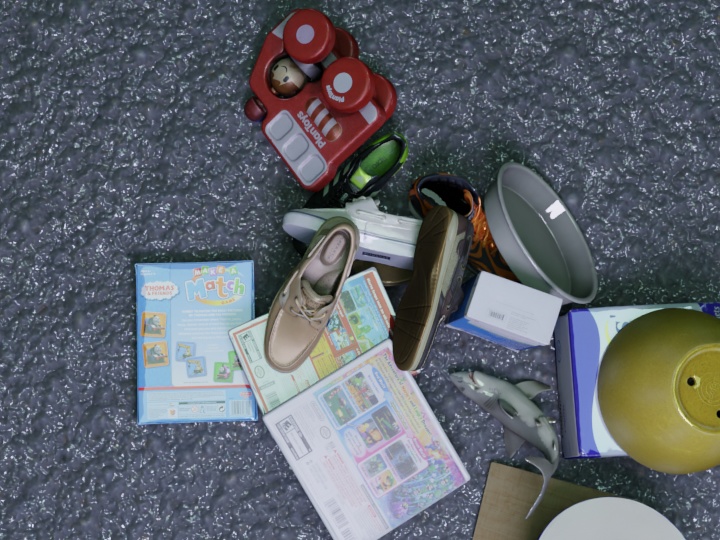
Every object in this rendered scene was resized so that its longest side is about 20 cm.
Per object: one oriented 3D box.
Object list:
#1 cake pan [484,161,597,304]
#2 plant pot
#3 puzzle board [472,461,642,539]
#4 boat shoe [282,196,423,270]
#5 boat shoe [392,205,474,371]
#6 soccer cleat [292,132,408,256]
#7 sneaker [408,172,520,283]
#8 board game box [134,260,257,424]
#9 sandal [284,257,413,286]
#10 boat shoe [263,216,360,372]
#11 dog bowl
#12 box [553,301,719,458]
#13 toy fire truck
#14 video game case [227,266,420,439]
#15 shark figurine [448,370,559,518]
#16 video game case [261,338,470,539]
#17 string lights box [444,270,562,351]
[{"bbox_3d":[0.222,-0.040,1.619,0.037,0.200,0.201,-33,86,29],"label":"cake pan"},{"bbox_3d":[0.390,0.138,1.513,0.198,0.142,0.202,0,84,-4],"label":"plant pot"},{"bbox_3d":[0.237,0.335,1.609,0.199,0.017,0.152,12,83,26],"label":"puzzle board"},{"bbox_3d":[0.005,-0.055,1.607,0.198,0.071,0.070,13,73,0],"label":"boat shoe"},{"bbox_3d":[0.093,0.026,1.550,0.064,0.073,0.202,15,91,-31],"label":"boat shoe"},{"bbox_3d":[-0.015,-0.100,1.652,0.067,0.081,0.200,42,83,2],"label":"soccer cleat"},{"bbox_3d":[0.146,-0.051,1.640,0.199,0.112,0.078,32,83,1],"label":"sneaker"},{"bbox_3d":[-0.206,0.090,1.641,0.150,0.037,0.202,-1,84,-4],"label":"board game box"},{"bbox_3d":[0.000,0.000,1.656,0.199,0.054,0.081,-20,73,-2],"label":"sandal"},{"bbox_3d":[-0.061,0.030,1.542,0.071,0.065,0.201,23,97,-5],"label":"boat shoe"},{"bbox_3d":[0.287,0.365,1.494,0.198,0.079,0.202,0,65,0],"label":"dog bowl"},{"bbox_3d":[0.352,0.140,1.635,0.198,0.105,0.186,-3,83,-3],"label":"box"},{"bbox_3d":[-0.064,-0.223,1.650,0.168,0.112,0.200,-42,74,12],"label":"toy fire truck"},{"bbox_3d":[-0.044,0.100,1.592,0.199,0.017,0.144,-23,84,-7],"label":"video game case"},{"bbox_3d":[0.202,0.212,1.621,0.127,0.215,0.090,2,124,-31],"label":"shark figurine"},{"bbox_3d":[0.008,0.214,1.569,0.181,0.024,0.201,-31,94,-8],"label":"video game case"},{"bbox_3d":[0.170,0.053,1.585,0.102,0.200,0.059,20,84,-2],"label":"string lights box"}]
